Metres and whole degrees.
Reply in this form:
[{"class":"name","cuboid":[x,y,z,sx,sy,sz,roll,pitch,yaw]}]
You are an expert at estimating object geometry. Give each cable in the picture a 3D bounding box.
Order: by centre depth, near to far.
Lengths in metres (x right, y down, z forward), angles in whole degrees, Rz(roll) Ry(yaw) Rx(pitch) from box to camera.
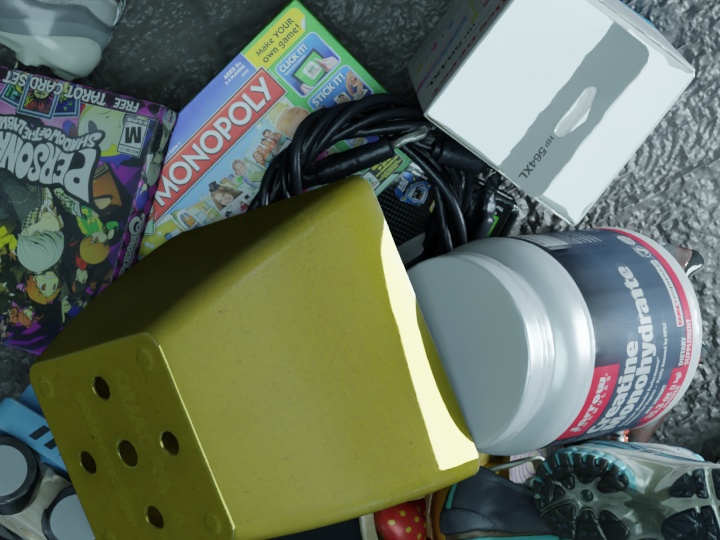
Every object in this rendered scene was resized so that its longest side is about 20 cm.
[{"class":"cable","cuboid":[-0.003,-0.016,1.570,0.163,0.051,0.200,23,108,-29]}]

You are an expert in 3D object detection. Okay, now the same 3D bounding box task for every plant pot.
[{"class":"plant pot","cuboid":[-0.082,0.080,1.466,0.200,0.176,0.200,-16,98,48]}]

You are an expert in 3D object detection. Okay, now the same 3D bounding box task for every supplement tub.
[{"class":"supplement tub","cuboid":[0.118,0.045,1.550,0.140,0.200,0.141,4,97,39]}]

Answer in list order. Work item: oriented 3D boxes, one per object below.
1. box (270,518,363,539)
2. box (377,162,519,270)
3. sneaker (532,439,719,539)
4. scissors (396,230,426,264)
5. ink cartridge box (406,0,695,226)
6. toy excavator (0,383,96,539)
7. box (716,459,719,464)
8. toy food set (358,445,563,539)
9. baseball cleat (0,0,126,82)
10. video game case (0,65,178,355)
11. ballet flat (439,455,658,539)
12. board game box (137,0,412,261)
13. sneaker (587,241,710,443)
[{"class":"box","cuboid":[-0.090,0.195,1.669,0.200,0.079,0.141,-6,116,6]},{"class":"box","cuboid":[-0.019,-0.007,1.654,0.200,0.048,0.193,27,101,-8]},{"class":"sneaker","cuboid":[0.219,0.145,1.552,0.200,0.086,0.078,15,110,21]},{"class":"scissors","cuboid":[0.000,0.000,1.626,0.073,0.014,0.200,43,102,-9]},{"class":"ink cartridge box","cuboid":[0.121,-0.129,1.548,0.125,0.200,0.129,35,100,-11]},{"class":"toy excavator","cuboid":[-0.190,0.091,1.600,0.194,0.100,0.200,30,68,17]},{"class":"box","cuboid":[0.331,0.228,1.653,0.200,0.199,0.171,39,99,-13]},{"class":"toy food set","cuboid":[0.074,0.138,1.646,0.198,0.049,0.200,-21,112,-41]},{"class":"baseball cleat","cuboid":[-0.254,-0.207,1.588,0.200,0.070,0.107,27,95,-18]},{"class":"video game case","cuboid":[-0.239,-0.043,1.580,0.200,0.036,0.182,15,86,17]},{"class":"ballet flat","cuboid":[0.134,0.163,1.631,0.200,0.073,0.073,12,107,-40]},{"class":"board game box","cuboid":[-0.068,-0.067,1.597,0.200,0.029,0.135,-44,99,7]},{"class":"sneaker","cuboid":[0.209,0.075,1.674,0.082,0.077,0.200,0,109,-14]}]
